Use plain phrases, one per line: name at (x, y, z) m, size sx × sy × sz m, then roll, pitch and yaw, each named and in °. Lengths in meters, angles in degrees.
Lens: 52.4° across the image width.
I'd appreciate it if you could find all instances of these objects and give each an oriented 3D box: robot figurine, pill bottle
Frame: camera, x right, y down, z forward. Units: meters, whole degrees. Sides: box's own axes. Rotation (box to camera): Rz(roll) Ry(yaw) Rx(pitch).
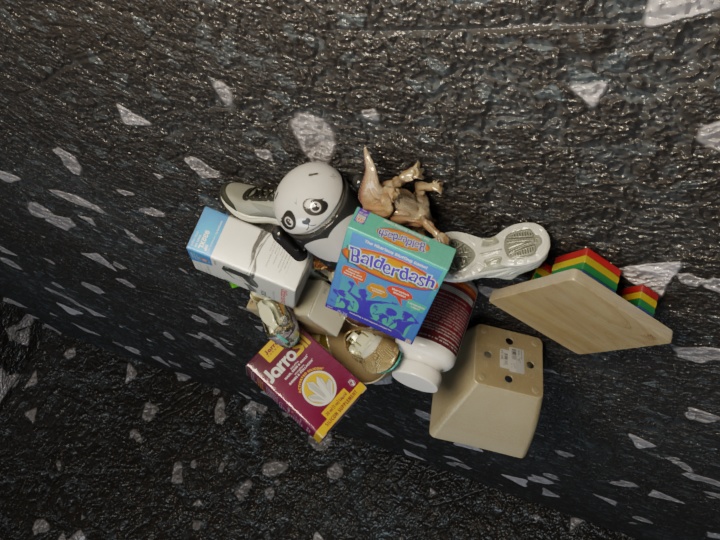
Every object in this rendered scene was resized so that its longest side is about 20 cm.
robot figurine at (-0.044, -0.077, 1.127) m, size 0.124 × 0.151 × 0.200 m, roll 21°, pitch 165°, yaw 46°
pill bottle at (0.127, 0.105, 1.288) m, size 0.112 × 0.201 × 0.113 m, roll 19°, pitch 158°, yaw 8°

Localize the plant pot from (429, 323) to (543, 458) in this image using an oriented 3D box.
plant pot at (0.260, 0.218, 1.432) m, size 0.198 × 0.201 × 0.178 m, roll 13°, pitch 141°, yaw -3°

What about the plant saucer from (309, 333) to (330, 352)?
plant saucer at (-0.049, 0.136, 1.574) m, size 0.048 × 0.201 × 0.200 m, roll -26°, pitch 131°, yaw 36°

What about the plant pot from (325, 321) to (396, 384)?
plant pot at (0.043, 0.114, 1.454) m, size 0.134 × 0.202 × 0.199 m, roll -5°, pitch -178°, yaw -44°

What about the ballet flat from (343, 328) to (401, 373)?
ballet flat at (0.011, 0.137, 1.289) m, size 0.065 × 0.071 × 0.200 m, roll 42°, pitch 167°, yaw -12°

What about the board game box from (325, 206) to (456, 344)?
board game box at (0.038, 0.014, 1.073) m, size 0.151 × 0.045 × 0.201 m, roll 23°, pitch 141°, yaw 5°

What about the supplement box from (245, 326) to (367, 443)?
supplement box at (-0.105, 0.212, 1.404) m, size 0.200 × 0.131 × 0.103 m, roll 41°, pitch 162°, yaw 7°

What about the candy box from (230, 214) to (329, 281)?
candy box at (-0.157, -0.045, 1.403) m, size 0.199 × 0.061 × 0.136 m, roll 33°, pitch 158°, yaw -24°

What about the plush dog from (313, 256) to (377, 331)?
plush dog at (0.000, 0.000, 1.276) m, size 0.171 × 0.161 × 0.200 m, roll 38°, pitch -178°, yaw 10°

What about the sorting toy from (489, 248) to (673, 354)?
sorting toy at (0.339, 0.047, 1.127) m, size 0.199 × 0.070 × 0.199 m, roll 29°, pitch 158°, yaw -18°

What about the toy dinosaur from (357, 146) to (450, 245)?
toy dinosaur at (0.049, -0.090, 1.058) m, size 0.199 × 0.086 × 0.135 m, roll 33°, pitch 154°, yaw -30°

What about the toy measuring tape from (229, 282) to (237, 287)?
toy measuring tape at (-0.271, -0.035, 1.485) m, size 0.073 × 0.074 × 0.200 m, roll 39°, pitch -172°, yaw -38°

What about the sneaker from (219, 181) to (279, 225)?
sneaker at (-0.145, -0.116, 1.234) m, size 0.199 × 0.074 × 0.080 m, roll 20°, pitch 135°, yaw 13°

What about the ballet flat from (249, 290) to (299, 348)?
ballet flat at (-0.170, 0.059, 1.373) m, size 0.072 × 0.072 × 0.201 m, roll 46°, pitch -170°, yaw -46°

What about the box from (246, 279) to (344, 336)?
box at (-0.123, 0.068, 1.446) m, size 0.199 × 0.078 × 0.095 m, roll 3°, pitch 152°, yaw 47°

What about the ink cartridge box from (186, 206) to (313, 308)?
ink cartridge box at (-0.190, -0.019, 1.282) m, size 0.199 × 0.084 × 0.145 m, roll 22°, pitch 164°, yaw 0°

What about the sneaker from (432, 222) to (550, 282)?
sneaker at (0.185, -0.012, 1.090) m, size 0.198 × 0.079 × 0.099 m, roll -5°, pitch 160°, yaw 19°
